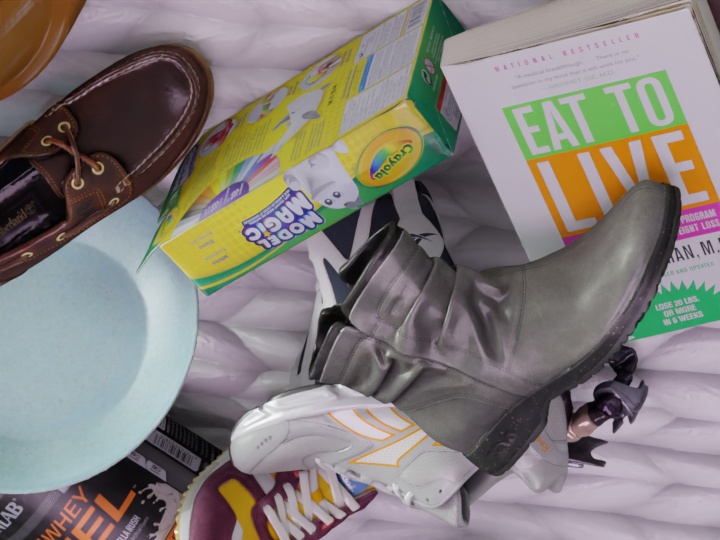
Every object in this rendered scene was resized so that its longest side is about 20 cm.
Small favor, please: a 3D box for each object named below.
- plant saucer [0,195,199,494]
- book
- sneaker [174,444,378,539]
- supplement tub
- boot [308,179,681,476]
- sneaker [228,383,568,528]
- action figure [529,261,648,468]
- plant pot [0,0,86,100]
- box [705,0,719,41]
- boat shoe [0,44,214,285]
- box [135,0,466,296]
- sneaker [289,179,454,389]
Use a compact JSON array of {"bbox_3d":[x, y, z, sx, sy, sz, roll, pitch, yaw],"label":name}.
[{"bbox_3d":[-0.188,0.037,1.277,0.201,0.201,0.039,1,163,10],"label":"plant saucer"},{"bbox_3d":[0.139,-0.052,1.126,0.133,0.048,0.200,-15,126,20],"label":"book"},{"bbox_3d":[-0.040,0.131,1.289,0.090,0.200,0.075,-16,112,23],"label":"sneaker"},{"bbox_3d":[-0.169,0.132,1.360,0.200,0.123,0.123,33,125,-14],"label":"supplement tub"},{"bbox_3d":[0.063,0.012,1.112,0.131,0.068,0.200,30,119,-12],"label":"boot"},{"bbox_3d":[0.022,0.104,1.221,0.200,0.076,0.092,-12,80,15],"label":"sneaker"},{"bbox_3d":[0.114,0.044,1.279,0.130,0.069,0.200,13,132,-8],"label":"action figure"},{"bbox_3d":[-0.255,-0.142,1.131,0.200,0.183,0.200,5,128,7],"label":"plant pot"},{"bbox_3d":[0.148,-0.183,1.096,0.100,0.075,0.200,-34,116,30],"label":"box"},{"bbox_3d":[-0.167,-0.053,1.220,0.200,0.070,0.070,-41,87,11],"label":"boat shoe"},{"bbox_3d":[-0.033,-0.063,1.191,0.200,0.117,0.048,-27,117,28],"label":"box"},{"bbox_3d":[0.000,0.000,1.267,0.079,0.130,0.199,-10,169,-16],"label":"sneaker"}]
